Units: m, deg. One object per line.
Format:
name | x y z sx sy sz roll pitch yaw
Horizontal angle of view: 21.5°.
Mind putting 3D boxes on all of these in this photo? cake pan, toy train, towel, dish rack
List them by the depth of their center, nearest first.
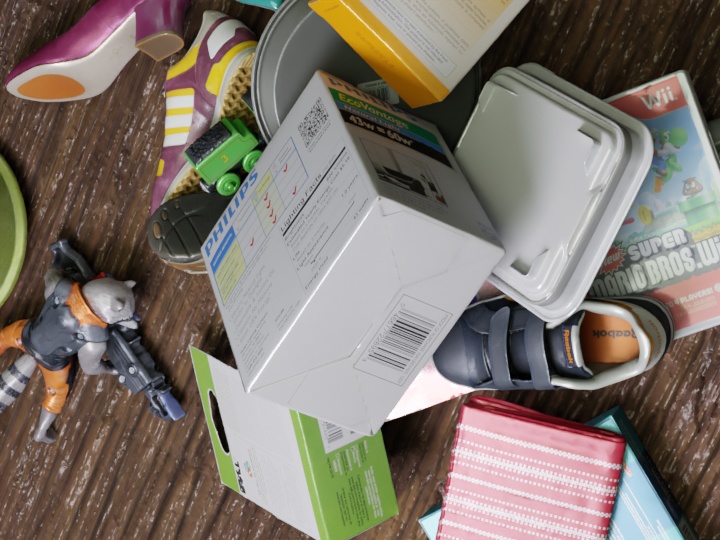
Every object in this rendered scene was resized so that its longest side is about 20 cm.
dish rack | 0.129 -0.069 1.497 0.200 0.043 0.172 38 104 50
cake pan | 0.009 -0.155 1.590 0.200 0.037 0.201 -4 108 -11
towel | 0.139 0.215 1.618 0.144 0.022 0.201 13 104 12
toy train | -0.066 -0.143 1.622 0.200 0.056 0.042 -41 45 0

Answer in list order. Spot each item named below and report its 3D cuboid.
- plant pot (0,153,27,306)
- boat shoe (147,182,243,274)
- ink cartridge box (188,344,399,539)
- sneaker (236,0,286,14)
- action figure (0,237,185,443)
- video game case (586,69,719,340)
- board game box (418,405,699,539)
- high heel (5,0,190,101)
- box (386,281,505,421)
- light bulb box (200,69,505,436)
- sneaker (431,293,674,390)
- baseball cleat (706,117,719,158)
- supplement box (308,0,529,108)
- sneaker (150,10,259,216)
plant pot | -0.431 -0.035 1.692 0.199 0.190 0.201 1 92 22
boat shoe | -0.085 -0.040 1.667 0.199 0.074 0.076 -7 69 0
ink cartridge box | -0.063 0.136 1.663 0.200 0.076 0.148 19 126 57
sneaker | -0.033 -0.262 1.606 0.199 0.084 0.121 -4 93 25
action figure | -0.259 0.084 1.724 0.200 0.105 0.193 48 118 8
video game case | 0.228 -0.042 1.523 0.143 0.017 0.201 -20 87 22
board game box | 0.174 0.231 1.645 0.200 0.047 0.151 -31 89 19
high heel | -0.237 -0.218 1.700 0.200 0.067 0.096 -20 58 33
box | 0.099 0.047 1.609 0.200 0.103 0.095 -21 93 19
light bulb box | -0.013 -0.015 1.504 0.125 0.200 0.198 23 115 -28
sneaker | 0.145 0.056 1.505 0.199 0.079 0.079 -10 97 18
baseball cleat | 0.212 -0.105 1.570 0.200 0.070 0.107 -23 78 11
supplement box | 0.072 -0.246 1.525 0.126 0.074 0.200 44 78 -13
sneaker | -0.141 -0.131 1.676 0.090 0.075 0.200 48 120 33
